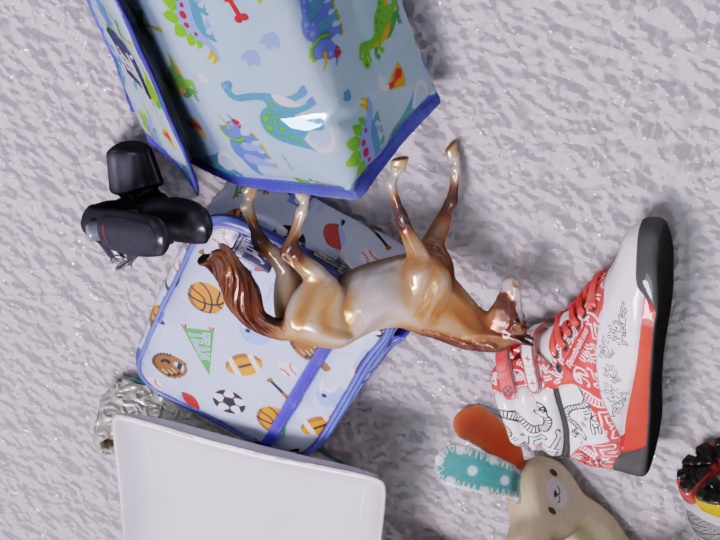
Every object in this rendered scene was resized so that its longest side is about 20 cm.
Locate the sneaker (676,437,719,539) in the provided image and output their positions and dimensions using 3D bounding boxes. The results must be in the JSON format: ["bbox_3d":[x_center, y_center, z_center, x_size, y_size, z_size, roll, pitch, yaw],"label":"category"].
[{"bbox_3d":[0.305,0.163,1.278,0.200,0.078,0.082,11,135,30],"label":"sneaker"}]

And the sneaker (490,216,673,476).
[{"bbox_3d":[0.137,0.046,1.259,0.108,0.067,0.202,10,133,15],"label":"sneaker"}]

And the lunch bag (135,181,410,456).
[{"bbox_3d":[-0.054,0.033,1.338,0.160,0.076,0.200,30,135,-2],"label":"lunch bag"}]

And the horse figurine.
[{"bbox_3d":[0.000,0.000,1.231,0.200,0.050,0.133,-12,104,-9],"label":"horse figurine"}]

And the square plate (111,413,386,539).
[{"bbox_3d":[-0.076,0.187,1.421,0.198,0.028,0.200,12,133,12],"label":"square plate"}]

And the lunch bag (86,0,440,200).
[{"bbox_3d":[-0.080,-0.141,1.180,0.200,0.127,0.170,10,134,37],"label":"lunch bag"}]

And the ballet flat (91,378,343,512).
[{"bbox_3d":[-0.107,0.144,1.461,0.200,0.072,0.072,20,133,9],"label":"ballet flat"}]

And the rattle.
[{"bbox_3d":[0.154,0.167,1.321,0.143,0.130,0.200,-25,88,57],"label":"rattle"}]

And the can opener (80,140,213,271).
[{"bbox_3d":[-0.140,-0.032,1.257,0.079,0.063,0.200,69,168,-15],"label":"can opener"}]
